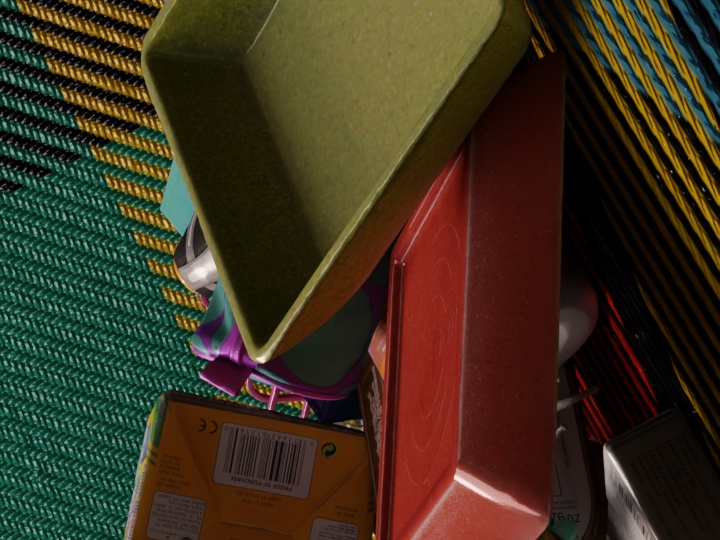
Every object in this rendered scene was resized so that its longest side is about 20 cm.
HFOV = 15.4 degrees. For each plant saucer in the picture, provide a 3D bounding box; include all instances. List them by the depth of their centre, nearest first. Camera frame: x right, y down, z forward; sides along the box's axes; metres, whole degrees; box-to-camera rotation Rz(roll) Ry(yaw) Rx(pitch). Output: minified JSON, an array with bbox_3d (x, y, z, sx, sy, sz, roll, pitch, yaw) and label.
[{"bbox_3d":[-0.005,-0.094,1.102,0.048,0.200,0.200,12,-141,-34],"label":"plant saucer"},{"bbox_3d":[0.041,0.036,1.109,0.200,0.036,0.201,118,158,-65],"label":"plant saucer"}]

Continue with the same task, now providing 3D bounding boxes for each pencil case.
[{"bbox_3d":[-0.014,-0.042,1.221,0.085,0.201,0.092,22,-165,19],"label":"pencil case"}]

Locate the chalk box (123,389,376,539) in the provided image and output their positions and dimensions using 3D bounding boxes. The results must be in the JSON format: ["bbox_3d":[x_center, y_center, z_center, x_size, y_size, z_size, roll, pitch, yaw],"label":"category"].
[{"bbox_3d":[-0.065,0.144,1.439,0.200,0.124,0.125,125,156,-80],"label":"chalk box"}]

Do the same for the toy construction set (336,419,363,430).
[{"bbox_3d":[0.039,0.117,1.615,0.131,0.199,0.093,169,96,-85],"label":"toy construction set"}]

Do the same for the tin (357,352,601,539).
[{"bbox_3d":[0.060,0.078,1.350,0.042,0.111,0.201,121,144,-55],"label":"tin"}]

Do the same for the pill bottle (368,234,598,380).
[{"bbox_3d":[0.027,-0.035,1.320,0.201,0.112,0.112,62,176,24],"label":"pill bottle"}]

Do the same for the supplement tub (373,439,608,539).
[{"bbox_3d":[0.102,0.181,1.436,0.201,0.144,0.144,59,176,4],"label":"supplement tub"}]

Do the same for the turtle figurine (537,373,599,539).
[{"bbox_3d":[0.085,0.126,1.187,0.150,0.100,0.200,62,180,22],"label":"turtle figurine"}]

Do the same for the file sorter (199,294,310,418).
[{"bbox_3d":[-0.010,0.033,1.739,0.200,0.138,0.126,-121,39,-48],"label":"file sorter"}]

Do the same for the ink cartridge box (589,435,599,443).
[{"bbox_3d":[0.071,0.186,1.545,0.094,0.199,0.044,64,176,-21],"label":"ink cartridge box"}]

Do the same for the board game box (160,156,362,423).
[{"bbox_3d":[0.000,0.000,1.483,0.200,0.151,0.045,49,134,41],"label":"board game box"}]

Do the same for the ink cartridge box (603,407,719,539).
[{"bbox_3d":[0.178,0.181,1.258,0.201,0.043,0.174,62,177,20],"label":"ink cartridge box"}]

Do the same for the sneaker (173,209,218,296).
[{"bbox_3d":[-0.036,-0.051,1.427,0.078,0.077,0.200,55,-142,-6],"label":"sneaker"}]

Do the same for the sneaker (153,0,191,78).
[{"bbox_3d":[-0.074,-0.124,1.302,0.070,0.108,0.200,45,-137,-19],"label":"sneaker"}]
